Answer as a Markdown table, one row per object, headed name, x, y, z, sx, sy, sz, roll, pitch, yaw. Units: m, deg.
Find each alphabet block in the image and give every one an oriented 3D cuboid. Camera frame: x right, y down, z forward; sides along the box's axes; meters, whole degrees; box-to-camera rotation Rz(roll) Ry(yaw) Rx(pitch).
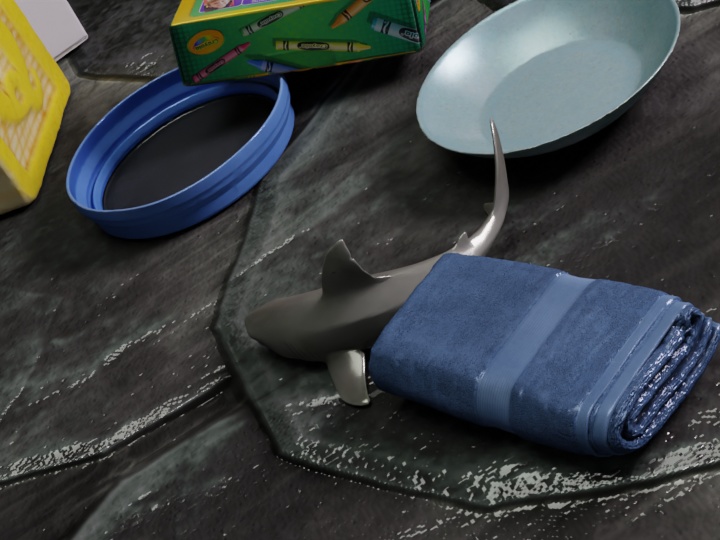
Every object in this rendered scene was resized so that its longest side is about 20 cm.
| name | x | y | z | sx | sy | sz | roll | pitch | yaw |
| --- | --- | --- | --- | --- | --- | --- | --- | --- | --- |
| alphabet block | -0.403 | -0.152 | 1.524 | 0.199 | 0.196 | 0.197 | -19 | 37 | 18 |

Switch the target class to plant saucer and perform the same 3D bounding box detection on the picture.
| name | x | y | z | sx | sy | sz | roll | pitch | yaw |
| --- | --- | --- | --- | --- | --- | --- | --- | --- | --- |
| plant saucer | 0.138 | -0.136 | 1.227 | 0.200 | 0.039 | 0.201 | -20 | 36 | 15 |

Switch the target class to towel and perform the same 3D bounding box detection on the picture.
| name | x | y | z | sx | sy | sz | roll | pitch | yaw |
| --- | --- | --- | --- | --- | --- | --- | --- | --- | --- |
| towel | 0.103 | 0.050 | 1.005 | 0.200 | 0.049 | 0.112 | 14 | 53 | 45 |

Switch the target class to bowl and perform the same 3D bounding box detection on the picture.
| name | x | y | z | sx | sy | sz | roll | pitch | yaw |
| --- | --- | --- | --- | --- | --- | --- | --- | --- | --- |
| bowl | -0.144 | -0.101 | 1.395 | 0.200 | 0.039 | 0.201 | -21 | 35 | 15 |

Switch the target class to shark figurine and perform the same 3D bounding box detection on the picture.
| name | x | y | z | sx | sy | sz | roll | pitch | yaw |
| --- | --- | --- | --- | --- | --- | --- | --- | --- | --- |
| shark figurine | 0.019 | -0.003 | 1.105 | 0.214 | 0.090 | 0.128 | -31 | 35 | 3 |

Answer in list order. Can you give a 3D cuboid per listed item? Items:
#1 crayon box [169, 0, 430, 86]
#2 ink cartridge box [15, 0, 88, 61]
| name | x | y | z | sx | sy | sz | roll | pitch | yaw |
| --- | --- | --- | --- | --- | --- | --- | --- | --- | --- |
| crayon box | -0.046 | -0.213 | 1.398 | 0.199 | 0.058 | 0.119 | -7 | 30 | 11 |
| ink cartridge box | -0.371 | -0.291 | 1.717 | 0.084 | 0.145 | 0.200 | -37 | 35 | -11 |
